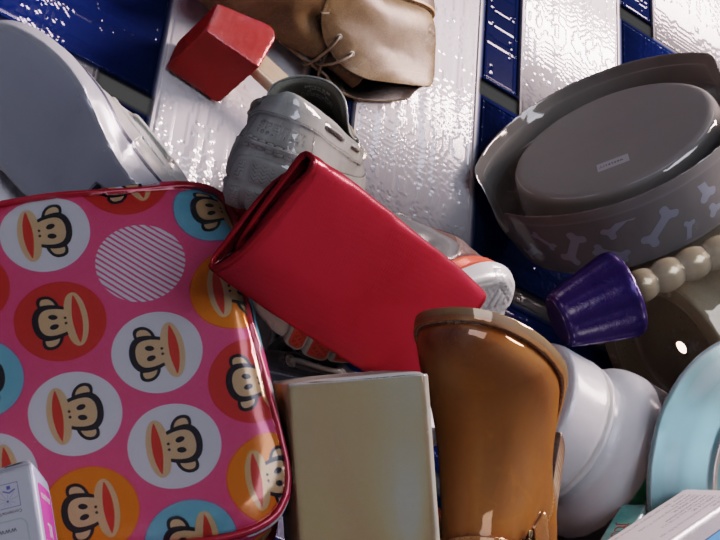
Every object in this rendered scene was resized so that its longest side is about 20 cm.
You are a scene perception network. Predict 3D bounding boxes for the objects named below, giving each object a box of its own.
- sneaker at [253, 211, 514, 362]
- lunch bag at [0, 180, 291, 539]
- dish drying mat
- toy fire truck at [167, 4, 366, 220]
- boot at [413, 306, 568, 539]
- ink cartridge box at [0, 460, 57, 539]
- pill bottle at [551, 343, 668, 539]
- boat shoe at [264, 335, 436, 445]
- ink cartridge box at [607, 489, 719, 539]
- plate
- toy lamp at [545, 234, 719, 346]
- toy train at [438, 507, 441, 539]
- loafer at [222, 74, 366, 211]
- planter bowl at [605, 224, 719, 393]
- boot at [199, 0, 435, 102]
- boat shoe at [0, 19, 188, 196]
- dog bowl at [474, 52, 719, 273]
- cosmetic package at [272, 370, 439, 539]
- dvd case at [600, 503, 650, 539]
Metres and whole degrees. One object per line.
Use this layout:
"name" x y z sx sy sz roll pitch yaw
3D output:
"sneaker" 0.000 0.000 0.956 0.200 0.077 0.082 11 31 -49
"lunch bag" -0.134 0.058 0.830 0.176 0.082 0.200 -7 67 -12
"dish drying mat" -0.001 0.006 0.868 0.018 0.077 0.200 39 1 35
"toy fire truck" -0.034 -0.058 1.039 0.200 0.049 0.141 31 49 -24
"boot" 0.063 0.124 0.872 0.200 0.074 0.155 60 38 -48
"ink cartridge box" -0.179 0.193 0.720 0.119 0.042 0.200 -14 67 -1
"pill bottle" 0.176 0.132 1.064 0.200 0.113 0.113 30 49 -25
"boat shoe" -0.035 0.069 0.951 0.200 0.072 0.068 6 63 -31
"ink cartridge box" 0.155 0.232 0.902 0.200 0.045 0.176 -20 102 -47
"plate" 0.255 0.137 1.029 0.200 0.026 0.200 5 81 -35
"toy lamp" 0.210 -0.007 1.042 0.200 0.058 0.058 -24 81 -10
"toy train" 0.082 0.204 0.979 0.200 0.056 0.150 26 51 -28
"loafer" -0.027 -0.070 0.908 0.070 0.070 0.200 18 10 1
"planter bowl" 0.252 0.031 1.149 0.135 0.200 0.200 -26 83 -30
"boot" -0.022 -0.159 1.101 0.200 0.074 0.076 6 72 -42
"boat shoe" -0.141 -0.058 0.942 0.200 0.071 0.070 47 16 -4
"dog bowl" 0.178 -0.071 1.138 0.059 0.200 0.200 62 38 -26
"cosmetic package" 0.000 0.152 0.848 0.071 0.105 0.200 -4 86 -7
"dvd case" 0.162 0.257 0.971 0.146 0.022 0.200 -44 121 -49
